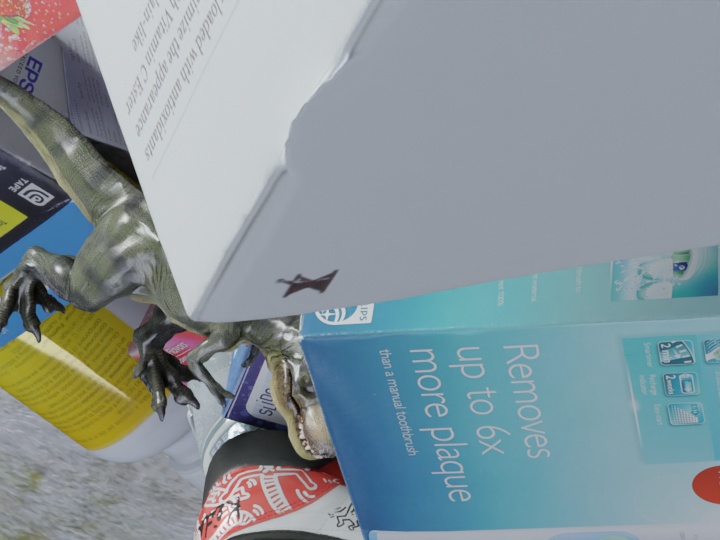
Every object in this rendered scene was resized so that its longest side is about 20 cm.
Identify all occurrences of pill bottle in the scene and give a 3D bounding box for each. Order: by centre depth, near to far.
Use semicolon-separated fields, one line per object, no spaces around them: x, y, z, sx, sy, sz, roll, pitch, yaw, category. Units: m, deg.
-0.120;0.017;1.222;0.200;0.112;0.112;39;152;-21;pill bottle

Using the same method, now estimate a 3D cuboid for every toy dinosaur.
-0.080;0.002;0.915;0.200;0.047;0.088;40;136;11;toy dinosaur

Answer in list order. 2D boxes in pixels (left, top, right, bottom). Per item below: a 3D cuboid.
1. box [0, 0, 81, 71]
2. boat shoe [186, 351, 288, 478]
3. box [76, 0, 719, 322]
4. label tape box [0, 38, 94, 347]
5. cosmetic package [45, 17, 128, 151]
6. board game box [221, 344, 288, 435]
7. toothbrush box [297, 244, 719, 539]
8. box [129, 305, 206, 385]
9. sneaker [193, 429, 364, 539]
-0.078;-0.153;0.832;0.103;0.095;0.200;47;136;-17;box
-0.004;0.093;1.060;0.201;0.070;0.072;49;-172;-46;boat shoe
0.052;-0.100;0.681;0.199;0.131;0.199;-8;153;-27;box
-0.189;-0.057;1.061;0.199;0.066;0.143;30;145;-25;label tape box
-0.082;-0.114;1.017;0.082;0.051;0.200;19;153;12;cosmetic package
0.041;-0.002;0.908;0.135;0.035;0.200;16;139;-8;board game box
0.094;0.030;0.844;0.199;0.086;0.147;-3;139;11;toothbrush box
0.000;0.000;1.079;0.102;0.095;0.200;34;153;-16;box
0.037;0.126;0.940;0.200;0.108;0.067;14;128;-8;sneaker
